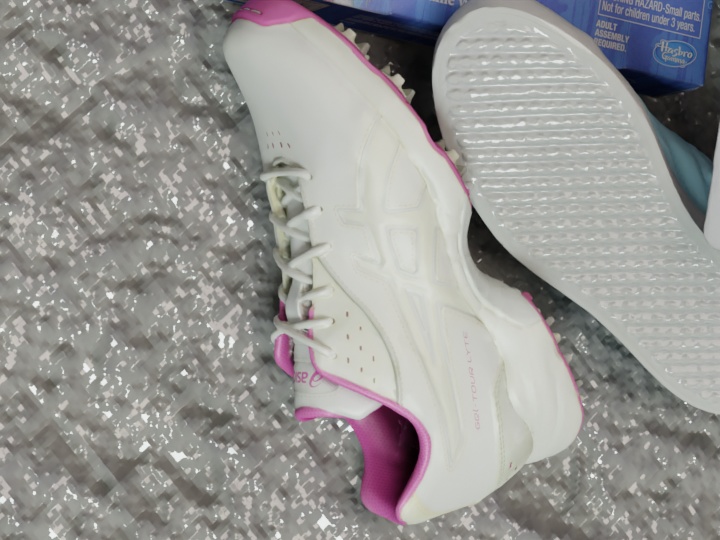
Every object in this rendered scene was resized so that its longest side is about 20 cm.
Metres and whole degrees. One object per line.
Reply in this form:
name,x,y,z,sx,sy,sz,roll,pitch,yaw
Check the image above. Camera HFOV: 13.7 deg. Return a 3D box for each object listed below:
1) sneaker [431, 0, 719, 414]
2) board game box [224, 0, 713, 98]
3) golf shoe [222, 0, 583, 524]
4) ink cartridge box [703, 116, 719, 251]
sneaker,0.089,-0.032,1.106,0.074,0.082,0.200,-32,118,13
board game box,0.046,-0.181,1.102,0.199,0.043,0.200,10,82,-26
golf shoe,0.000,0.000,1.058,0.091,0.075,0.200,-37,103,-20
ink cartridge box,0.226,-0.042,1.021,0.067,0.199,0.116,-43,144,-54
